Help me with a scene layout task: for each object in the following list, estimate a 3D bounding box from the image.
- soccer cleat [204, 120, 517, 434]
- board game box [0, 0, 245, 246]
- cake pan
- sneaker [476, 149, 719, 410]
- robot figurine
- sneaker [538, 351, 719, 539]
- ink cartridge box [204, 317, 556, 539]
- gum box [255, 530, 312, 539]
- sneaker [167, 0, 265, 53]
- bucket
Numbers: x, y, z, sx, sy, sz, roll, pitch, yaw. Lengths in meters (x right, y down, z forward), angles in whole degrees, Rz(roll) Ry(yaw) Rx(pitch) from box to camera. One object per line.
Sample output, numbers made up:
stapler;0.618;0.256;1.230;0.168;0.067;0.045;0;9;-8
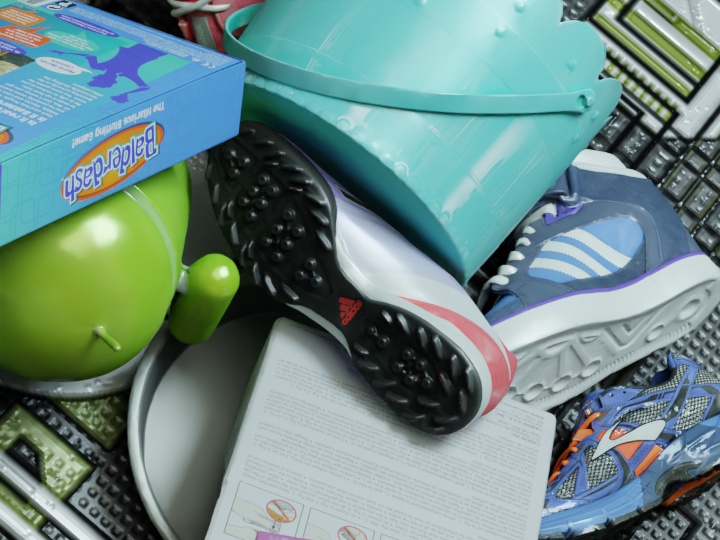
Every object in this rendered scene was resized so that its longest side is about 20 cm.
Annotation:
soccer cleat;0.000;0.000;1.087;0.200;0.068;0.073;46;28;11
board game box;-0.174;-0.078;1.001;0.152;0.045;0.200;22;30;27
cake pan;-0.032;0.096;1.137;0.200;0.037;0.201;8;65;-16
sneaker;0.096;-0.005;1.202;0.200;0.081;0.147;-20;55;-29
robot figurine;-0.148;-0.020;1.073;0.175;0.116;0.200;19;25;-8
sneaker;0.138;0.110;1.180;0.200;0.075;0.078;-24;68;-35
ink cartridge box;0.007;0.123;1.043;0.161;0.050;0.200;20;41;-3
gum box;-0.009;0.227;0.927;0.113;0.066;0.200;10;100;-1
sneaker;-0.081;-0.168;1.173;0.200;0.074;0.087;34;62;-54
bucket;0.021;-0.093;1.135;0.207;0.207;0.135;37;72;-1
